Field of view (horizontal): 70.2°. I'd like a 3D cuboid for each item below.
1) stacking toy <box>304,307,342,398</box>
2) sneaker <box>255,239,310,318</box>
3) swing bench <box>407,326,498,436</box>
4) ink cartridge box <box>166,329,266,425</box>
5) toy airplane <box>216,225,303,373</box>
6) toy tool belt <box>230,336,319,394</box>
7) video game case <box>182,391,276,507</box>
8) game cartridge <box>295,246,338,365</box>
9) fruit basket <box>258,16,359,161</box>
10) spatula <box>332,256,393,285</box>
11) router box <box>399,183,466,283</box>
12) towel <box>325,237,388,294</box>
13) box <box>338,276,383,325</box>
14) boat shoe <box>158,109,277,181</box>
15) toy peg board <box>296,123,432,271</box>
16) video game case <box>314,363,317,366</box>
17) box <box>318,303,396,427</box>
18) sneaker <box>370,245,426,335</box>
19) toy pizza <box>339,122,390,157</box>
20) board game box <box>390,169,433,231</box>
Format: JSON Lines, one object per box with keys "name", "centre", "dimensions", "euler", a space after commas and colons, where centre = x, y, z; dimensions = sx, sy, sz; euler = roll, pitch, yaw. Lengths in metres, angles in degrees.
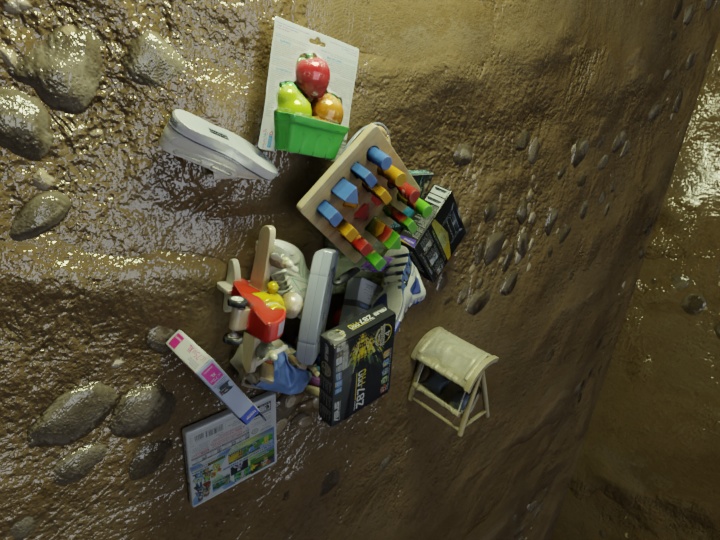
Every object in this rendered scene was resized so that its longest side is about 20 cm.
{"name": "stacking toy", "centre": [-0.056, 0.178, 1.107], "dimensions": [0.085, 0.085, 0.203], "euler": [32, 68, -47]}
{"name": "sneaker", "centre": [-0.130, 0.017, 0.957], "dimensions": [0.201, 0.070, 0.081], "euler": [52, 40, -43]}
{"name": "swing bench", "centre": [0.241, 0.288, 1.368], "dimensions": [0.129, 0.198, 0.203], "euler": [-18, 120, -37]}
{"name": "ink cartridge box", "centre": [-0.251, 0.199, 0.905], "dimensions": [0.042, 0.119, 0.201], "euler": [-46, 134, -19]}
{"name": "toy airplane", "centre": [-0.167, 0.054, 0.870], "dimensions": [0.139, 0.202, 0.200], "euler": [4, 151, -22]}
{"name": "toy tool belt", "centre": [-0.145, 0.194, 1.001], "dimensions": [0.199, 0.123, 0.126], "euler": [24, 98, -47]}
{"name": "video game case", "centre": [-0.259, 0.359, 1.044], "dimensions": [0.198, 0.022, 0.185], "euler": [-17, 119, -40]}
{"name": "game cartridge", "centre": [-0.077, 0.059, 0.921], "dimensions": [0.040, 0.133, 0.203], "euler": [10, 95, -1]}
{"name": "fruit basket", "centre": [-0.088, -0.297, 0.873], "dimensions": [0.184, 0.093, 0.203], "euler": [-3, 101, -44]}
{"name": "spatula", "centre": [0.000, 0.000, 1.015], "dimensions": [0.199, 0.056, 0.021], "euler": [-23, 114, -58]}
{"name": "router box", "centre": [0.174, -0.083, 1.211], "dimensions": [0.158, 0.052, 0.200], "euler": [-56, 149, -10]}
{"name": "towel", "centre": [-0.007, -0.018, 1.105], "dimensions": [0.198, 0.036, 0.150], "euler": [-1, 110, -46]}
{"name": "box", "centre": [0.013, 0.131, 1.100], "dimensions": [0.155, 0.041, 0.203], "euler": [27, 72, -49]}
{"name": "boat shoe", "centre": [-0.222, -0.178, 0.810], "dimensions": [0.070, 0.071, 0.199], "euler": [-46, 146, 21]}
{"name": "toy peg board", "centre": [0.026, -0.115, 0.930], "dimensions": [0.200, 0.098, 0.199], "euler": [-48, 139, -1]}
{"name": "video game case", "centre": [-0.017, 0.250, 1.227], "dimensions": [0.199, 0.024, 0.184], "euler": [-30, 127, -33]}
{"name": "box", "centre": [-0.007, 0.182, 0.989], "dimensions": [0.160, 0.049, 0.202], "euler": [-21, 127, -36]}
{"name": "sneaker", "centre": [0.092, 0.059, 1.101], "dimensions": [0.115, 0.080, 0.202], "euler": [39, 57, -42]}
{"name": "toy pizza", "centre": [0.009, -0.186, 0.997], "dimensions": [0.200, 0.031, 0.201], "euler": [-47, 155, -30]}
{"name": "board game box", "centre": [0.075, -0.146, 1.085], "dimensions": [0.199, 0.028, 0.137], "euler": [-17, 133, -51]}
